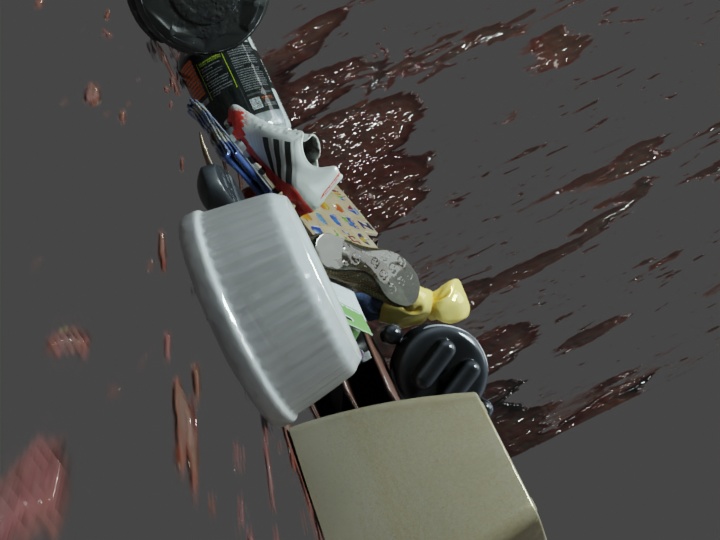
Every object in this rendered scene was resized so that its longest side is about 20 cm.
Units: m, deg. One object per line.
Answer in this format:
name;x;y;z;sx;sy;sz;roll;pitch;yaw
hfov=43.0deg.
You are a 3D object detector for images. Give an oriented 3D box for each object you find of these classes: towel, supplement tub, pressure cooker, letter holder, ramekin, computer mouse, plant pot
towel;-0.159;-0.142;1.204;0.147;0.024;0.200;50;0;-38
supplement tub;-0.196;-0.275;1.371;0.123;0.121;0.202;61;4;-86
pressure cooker;-0.212;-0.381;1.182;0.200;0.177;0.177;-121;-134;-58
letter holder;-0.022;0.126;1.156;0.143;0.100;0.200;62;1;-24
ramekin;-0.073;0.025;0.798;0.202;0.093;0.204;-90;154;-90
computer mouse;-0.133;-0.056;1.032;0.200;0.034;0.059;51;13;-55
plant pot;0.068;0.231;0.856;0.201;0.176;0.201;65;1;39

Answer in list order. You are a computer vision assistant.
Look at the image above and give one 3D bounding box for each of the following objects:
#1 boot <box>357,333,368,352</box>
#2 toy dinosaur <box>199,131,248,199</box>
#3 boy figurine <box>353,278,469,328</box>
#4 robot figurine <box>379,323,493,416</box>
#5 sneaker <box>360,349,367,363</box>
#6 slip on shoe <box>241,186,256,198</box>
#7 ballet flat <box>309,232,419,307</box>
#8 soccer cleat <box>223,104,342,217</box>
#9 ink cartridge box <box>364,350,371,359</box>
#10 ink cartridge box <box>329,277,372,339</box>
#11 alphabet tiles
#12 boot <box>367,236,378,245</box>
boot;-0.038;0.048;1.523;0.211;0.079;0.159;-130;-140;-50
toy dinosaur;-0.149;-0.073;1.118;0.106;0.061;0.200;37;-12;19
boy figurine;0.057;0.043;1.297;0.125;0.197;0.065;89;-2;-63
robot figurine;0.102;0.135;1.232;0.200;0.123;0.152;160;-83;-85
sneaker;-0.018;0.140;1.316;0.199;0.078;0.140;33;-16;39
slip on shoe;-0.101;-0.051;1.235;0.200;0.074;0.062;51;-39;29
ballet flat;0.000;0.000;1.165;0.199;0.046;0.068;20;68;-41
soccer cleat;-0.097;-0.151;1.134;0.200;0.085;0.069;51;1;33
ink cartridge box;0.031;0.252;1.444;0.146;0.084;0.201;65;0;-60
ink cartridge box;-0.055;0.047;1.081;0.103;0.060;0.200;27;10;-14
alphabet tiles;-0.043;-0.078;1.262;0.166;0.008;0.200;6;39;-53
boot;-0.055;-0.037;1.370;0.200;0.164;0.073;-69;162;-78
